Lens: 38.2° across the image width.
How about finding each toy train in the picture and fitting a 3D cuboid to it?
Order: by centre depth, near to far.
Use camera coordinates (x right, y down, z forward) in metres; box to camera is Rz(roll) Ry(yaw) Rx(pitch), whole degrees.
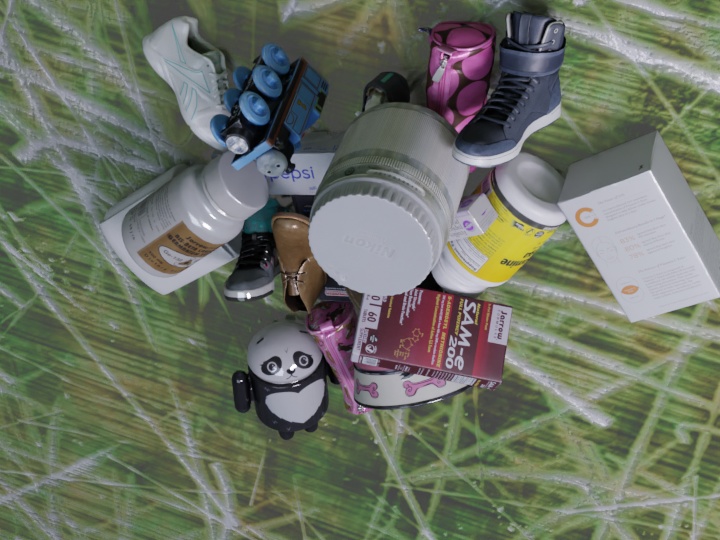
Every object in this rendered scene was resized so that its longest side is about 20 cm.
[{"bbox_3d":[-0.112,-0.201,1.314,0.114,0.200,0.087,40,131,-25],"label":"toy train"}]

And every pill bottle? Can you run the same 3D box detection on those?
[{"bbox_3d":[0.178,-0.051,1.361,0.112,0.112,0.200,34,132,-5],"label":"pill bottle"},{"bbox_3d":[-0.224,-0.079,1.420,0.200,0.114,0.114,-30,111,33],"label":"pill bottle"}]

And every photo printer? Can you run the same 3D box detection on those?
[{"bbox_3d":[-0.293,-0.055,1.584,0.200,0.069,0.166,-24,114,35],"label":"photo printer"}]

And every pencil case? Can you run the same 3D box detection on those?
[{"bbox_3d":[0.113,-0.206,1.281,0.091,0.094,0.200,12,130,15],"label":"pencil case"},{"bbox_3d":[-0.018,0.131,1.590,0.087,0.083,0.200,34,154,50],"label":"pencil case"}]

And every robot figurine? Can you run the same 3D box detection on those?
[{"bbox_3d":[-0.114,0.176,1.650,0.125,0.150,0.200,18,132,26],"label":"robot figurine"}]

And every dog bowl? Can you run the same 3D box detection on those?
[{"bbox_3d":[0.079,0.129,1.498,0.200,0.200,0.074,-7,103,27],"label":"dog bowl"}]

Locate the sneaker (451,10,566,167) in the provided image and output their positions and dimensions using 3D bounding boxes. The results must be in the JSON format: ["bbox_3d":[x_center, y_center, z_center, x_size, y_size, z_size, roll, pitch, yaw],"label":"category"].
[{"bbox_3d":[0.170,-0.214,1.185,0.077,0.202,0.146,22,132,27],"label":"sneaker"}]

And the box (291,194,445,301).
[{"bbox_3d":[0.016,-0.042,1.480,0.200,0.050,0.199,3,126,21],"label":"box"}]

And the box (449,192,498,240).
[{"bbox_3d":[0.089,-0.058,1.338,0.200,0.041,0.039,-10,122,52],"label":"box"}]

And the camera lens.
[{"bbox_3d":[0.035,-0.088,1.212,0.160,0.200,0.160,10,132,11],"label":"camera lens"}]

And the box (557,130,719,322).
[{"bbox_3d":[0.354,-0.052,1.297,0.124,0.097,0.200,-20,117,34],"label":"box"}]

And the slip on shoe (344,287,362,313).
[{"bbox_3d":[0.000,0.000,1.446,0.076,0.061,0.200,3,127,22],"label":"slip on shoe"}]

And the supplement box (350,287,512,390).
[{"bbox_3d":[0.095,0.085,1.388,0.200,0.109,0.061,11,164,0],"label":"supplement box"}]

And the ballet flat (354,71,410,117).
[{"bbox_3d":[0.019,-0.157,1.342,0.073,0.073,0.200,14,114,12],"label":"ballet flat"}]

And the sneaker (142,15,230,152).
[{"bbox_3d":[-0.208,-0.247,1.385,0.080,0.070,0.200,-31,97,27],"label":"sneaker"}]

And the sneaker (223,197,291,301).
[{"bbox_3d":[-0.145,-0.041,1.462,0.084,0.200,0.121,0,111,11],"label":"sneaker"}]

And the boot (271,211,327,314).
[{"bbox_3d":[-0.083,-0.008,1.423,0.074,0.075,0.200,8,150,13],"label":"boot"}]

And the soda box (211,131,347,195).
[{"bbox_3d":[-0.100,-0.148,1.434,0.200,0.063,0.068,1,126,22],"label":"soda box"}]
